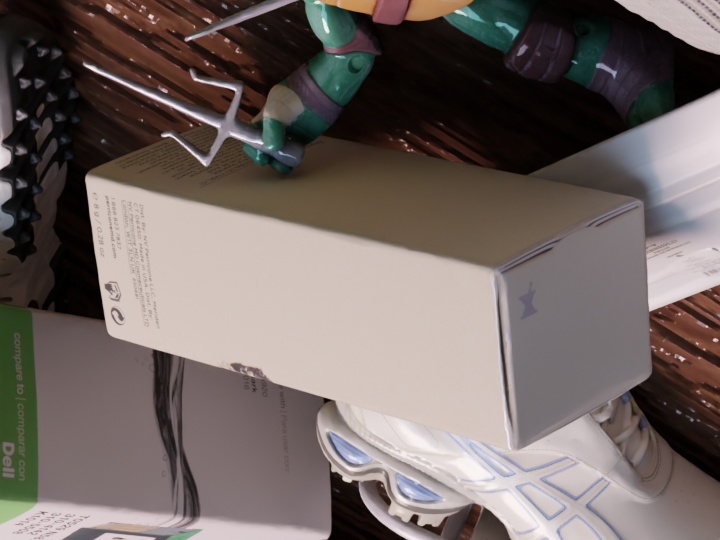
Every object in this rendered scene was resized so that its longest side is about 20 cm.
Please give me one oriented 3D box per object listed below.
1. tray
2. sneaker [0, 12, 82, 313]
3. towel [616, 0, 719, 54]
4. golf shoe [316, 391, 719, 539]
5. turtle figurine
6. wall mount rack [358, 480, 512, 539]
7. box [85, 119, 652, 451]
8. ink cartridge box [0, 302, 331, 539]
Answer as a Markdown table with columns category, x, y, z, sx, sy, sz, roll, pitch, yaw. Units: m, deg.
| category | x | y | z | sx | sy | sz | roll | pitch | yaw |
| --- | --- | --- | --- | --- | --- | --- | --- | --- | --- |
| tray | 0.106 | -0.014 | 0.955 | 0.107 | 0.022 | 0.200 | 16 | 155 | -35 |
| sneaker | -0.164 | -0.033 | 1.097 | 0.090 | 0.066 | 0.200 | 18 | 143 | 7 |
| towel | 0.138 | -0.084 | 0.729 | 0.192 | 0.035 | 0.200 | 10 | 171 | 32 |
| golf shoe | 0.085 | 0.071 | 1.070 | 0.200 | 0.078 | 0.097 | 22 | 128 | -3 |
| turtle figurine | 0.011 | -0.096 | 0.898 | 0.200 | 0.101 | 0.150 | 8 | 159 | -3 |
| wall mount rack | 0.075 | 0.160 | 1.094 | 0.200 | 0.174 | 0.075 | 24 | 114 | 4 |
| box | 0.000 | 0.000 | 0.949 | 0.200 | 0.082 | 0.068 | 15 | 119 | 42 |
| ink cartridge box | -0.130 | 0.078 | 1.110 | 0.200 | 0.084 | 0.146 | 11 | 156 | -40 |
